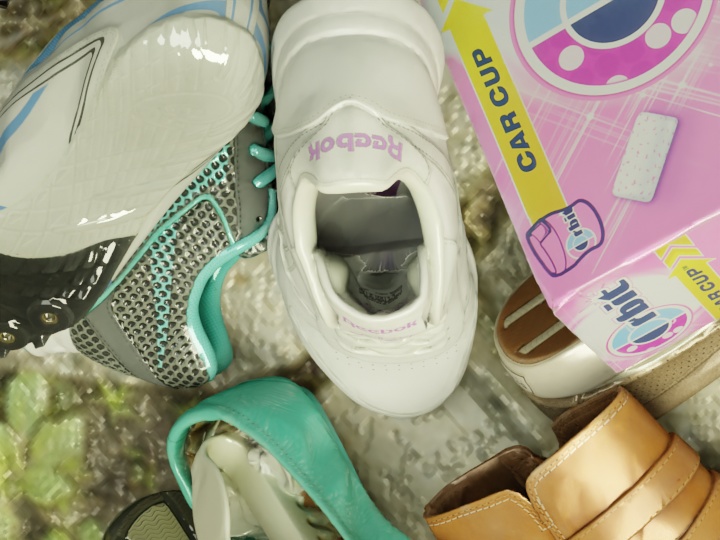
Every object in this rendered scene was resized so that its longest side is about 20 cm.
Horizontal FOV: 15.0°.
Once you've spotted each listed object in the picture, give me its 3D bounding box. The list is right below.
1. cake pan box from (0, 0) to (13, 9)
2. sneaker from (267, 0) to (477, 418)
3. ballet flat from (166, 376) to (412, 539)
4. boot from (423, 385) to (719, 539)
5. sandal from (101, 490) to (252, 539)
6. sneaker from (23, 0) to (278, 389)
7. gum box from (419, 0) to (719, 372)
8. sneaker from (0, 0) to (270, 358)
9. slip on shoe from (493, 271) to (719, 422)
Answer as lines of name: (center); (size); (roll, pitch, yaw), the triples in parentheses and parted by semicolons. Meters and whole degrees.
cake pan box: (-0.169, -0.215, 0.970); (0.199, 0.052, 0.185); (30, 102, 11)
sneaker: (0.000, 0.000, 0.934); (0.074, 0.201, 0.100); (-5, 51, 5)
ballet flat: (-0.011, 0.114, 0.958); (0.200, 0.070, 0.068); (50, 138, 39)
boot: (0.133, 0.099, 0.945); (0.199, 0.077, 0.156); (-30, 100, 25)
sandal: (-0.051, 0.182, 1.019); (0.057, 0.079, 0.202); (-30, 71, 58)
sneaker: (-0.053, -0.046, 1.009); (0.091, 0.078, 0.201); (26, 107, 9)
gum box: (0.090, -0.083, 0.933); (0.113, 0.066, 0.201); (-29, 59, 14)
sneaker: (-0.101, -0.039, 0.958); (0.072, 0.073, 0.200); (35, 122, -24)
slip on shoe: (0.142, -0.009, 0.962); (0.200, 0.076, 0.061); (-37, 122, 5)
